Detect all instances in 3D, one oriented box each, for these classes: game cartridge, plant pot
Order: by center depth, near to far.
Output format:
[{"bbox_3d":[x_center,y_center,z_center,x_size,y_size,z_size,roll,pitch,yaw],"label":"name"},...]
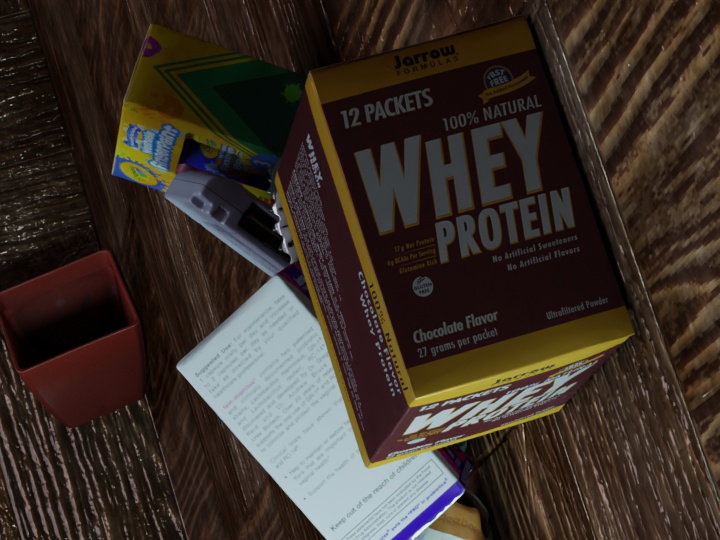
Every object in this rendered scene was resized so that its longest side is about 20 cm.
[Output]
[{"bbox_3d":[-0.058,-0.012,1.829,0.200,0.041,0.133,37,170,-17],"label":"game cartridge"},{"bbox_3d":[-0.432,0.122,3.633,0.200,0.199,0.177,-120,9,-49],"label":"plant pot"}]

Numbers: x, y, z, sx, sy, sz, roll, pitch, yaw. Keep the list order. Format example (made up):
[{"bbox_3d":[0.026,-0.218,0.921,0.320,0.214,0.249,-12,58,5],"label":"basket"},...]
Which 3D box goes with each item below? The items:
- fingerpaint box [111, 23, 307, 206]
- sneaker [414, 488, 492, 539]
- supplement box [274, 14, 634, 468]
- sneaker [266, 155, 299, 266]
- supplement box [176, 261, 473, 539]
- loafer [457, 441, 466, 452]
[{"bbox_3d":[-0.108,-0.107,1.873,0.200,0.166,0.074,124,164,-73],"label":"fingerpaint box"},{"bbox_3d":[0.072,0.208,1.757,0.200,0.072,0.085,106,180,-81],"label":"sneaker"},{"bbox_3d":[0.048,-0.011,1.381,0.200,0.132,0.199,115,138,-72],"label":"supplement box"},{"bbox_3d":[0.000,0.000,1.726,0.066,0.090,0.201,-33,-79,-75],"label":"sneaker"},{"bbox_3d":[-0.023,0.103,1.654,0.200,0.103,0.101,47,-171,0],"label":"supplement box"},{"bbox_3d":[0.031,0.131,1.798,0.200,0.062,0.072,120,133,-73],"label":"loafer"}]
